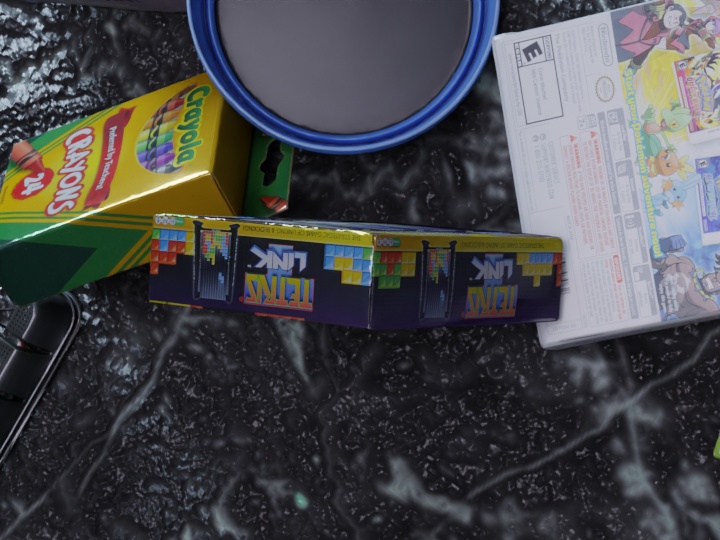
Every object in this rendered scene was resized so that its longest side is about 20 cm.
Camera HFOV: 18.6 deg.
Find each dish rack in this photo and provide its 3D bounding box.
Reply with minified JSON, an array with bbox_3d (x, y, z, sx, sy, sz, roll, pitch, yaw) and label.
[{"bbox_3d":[-0.306,0.038,1.512,0.199,0.055,0.154,33,94,21],"label":"dish rack"}]

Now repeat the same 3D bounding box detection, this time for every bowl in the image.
[{"bbox_3d":[-0.011,-0.172,1.406,0.199,0.039,0.202,0,83,-1],"label":"bowl"}]

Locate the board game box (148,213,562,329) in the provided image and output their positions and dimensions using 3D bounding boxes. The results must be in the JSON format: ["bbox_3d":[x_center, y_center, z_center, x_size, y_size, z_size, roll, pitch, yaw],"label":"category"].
[{"bbox_3d":[0.000,0.000,1.310,0.164,0.199,0.057,7,94,37],"label":"board game box"}]

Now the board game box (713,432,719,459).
[{"bbox_3d":[0.314,0.104,1.289,0.199,0.030,0.096,24,114,22],"label":"board game box"}]

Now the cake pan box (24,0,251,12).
[{"bbox_3d":[-0.146,-0.271,1.487,0.199,0.052,0.186,7,85,19],"label":"cake pan box"}]

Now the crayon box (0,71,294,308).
[{"bbox_3d":[-0.140,-0.060,1.428,0.199,0.051,0.127,-19,34,15],"label":"crayon box"}]

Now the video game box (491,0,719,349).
[{"bbox_3d":[0.186,-0.065,1.355,0.181,0.047,0.202,-11,82,20],"label":"video game box"}]
